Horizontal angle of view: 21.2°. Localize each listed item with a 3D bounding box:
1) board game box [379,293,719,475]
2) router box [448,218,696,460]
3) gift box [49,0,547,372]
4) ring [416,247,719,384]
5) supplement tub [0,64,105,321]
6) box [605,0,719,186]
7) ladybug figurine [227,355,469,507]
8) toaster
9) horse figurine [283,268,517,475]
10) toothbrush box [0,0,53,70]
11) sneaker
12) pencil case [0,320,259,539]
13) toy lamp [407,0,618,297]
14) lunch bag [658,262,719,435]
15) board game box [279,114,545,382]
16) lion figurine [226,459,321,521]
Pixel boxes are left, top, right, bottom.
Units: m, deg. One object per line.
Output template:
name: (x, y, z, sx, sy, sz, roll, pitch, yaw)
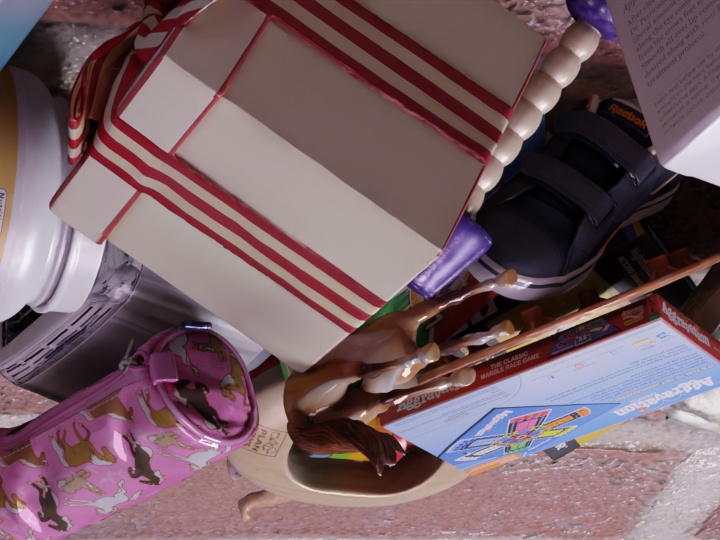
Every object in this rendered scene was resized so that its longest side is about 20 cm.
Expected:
board game box: (0.121, 0.074, 1.177, 0.200, 0.020, 0.103, -23, 143, 30)
router box: (0.156, 0.040, 1.341, 0.157, 0.052, 0.200, -31, 141, 13)
gift box: (-0.032, -0.094, 0.971, 0.186, 0.185, 0.200, 34, 139, -9)
ring: (0.125, 0.025, 1.176, 0.200, 0.019, 0.200, -22, 177, -1)
supplement tub: (-0.247, -0.048, 1.048, 0.199, 0.145, 0.145, 7, 142, -24)
box: (0.214, -0.140, 0.985, 0.152, 0.200, 0.106, 16, 136, -33)
ladybug figurine: (-0.007, 0.099, 1.321, 0.199, 0.072, 0.136, 10, 128, -24)
toaster: (-0.145, 0.022, 1.208, 0.129, 0.114, 0.200, 24, 137, -34)
horse figurine: (0.011, 0.056, 1.042, 0.132, 0.200, 0.050, -22, 100, 28)
toothbrush box: (-0.207, -0.184, 0.916, 0.146, 0.085, 0.200, 17, 136, -34)
sneaker: (0.134, -0.055, 1.145, 0.200, 0.078, 0.080, -36, 153, -45)
pencil case: (-0.153, 0.102, 1.155, 0.200, 0.087, 0.083, -31, 178, 37)
toy lamp: (0.082, -0.074, 1.079, 0.200, 0.058, 0.058, -55, 138, -3)
lunch bag: (0.281, 0.023, 1.239, 0.200, 0.118, 0.164, -8, 141, -49)
board game box: (0.032, -0.008, 1.175, 0.200, 0.040, 0.153, -40, 150, -19)
lion figurine: (-0.049, 0.112, 1.397, 0.122, 0.073, 0.200, -20, 141, 2)
